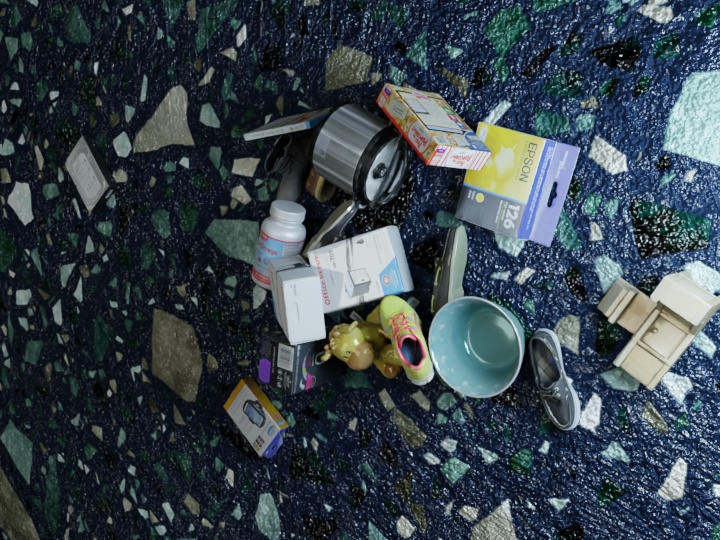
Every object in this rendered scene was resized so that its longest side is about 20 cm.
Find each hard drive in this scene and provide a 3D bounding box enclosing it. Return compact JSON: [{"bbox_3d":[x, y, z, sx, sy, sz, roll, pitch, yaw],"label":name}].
[{"bbox_3d":[-0.841,-0.299,2.171,0.140,0.038,0.201,-41,72,32],"label":"hard drive"}]

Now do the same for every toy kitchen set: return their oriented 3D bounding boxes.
[{"bbox_3d":[0.469,0.083,1.175,0.163,0.180,0.201,40,113,26],"label":"toy kitchen set"}]

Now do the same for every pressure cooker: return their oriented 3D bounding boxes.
[{"bbox_3d":[0.012,-0.236,1.463,0.200,0.179,0.176,33,156,25],"label":"pressure cooker"}]

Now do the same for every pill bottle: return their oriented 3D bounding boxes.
[{"bbox_3d":[-0.192,-0.061,1.675,0.109,0.109,0.201,29,117,30],"label":"pill bottle"}]

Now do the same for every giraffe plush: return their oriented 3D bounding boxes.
[{"bbox_3d":[0.007,0.156,1.534,0.199,0.162,0.173,22,109,31],"label":"giraffe plush"}]

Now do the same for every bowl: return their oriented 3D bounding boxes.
[{"bbox_3d":[0.248,0.144,1.393,0.200,0.105,0.202,6,99,36],"label":"bowl"}]

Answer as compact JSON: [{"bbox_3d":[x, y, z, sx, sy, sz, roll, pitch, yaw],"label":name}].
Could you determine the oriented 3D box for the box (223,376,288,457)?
[{"bbox_3d":[-0.272,0.394,1.851,0.200,0.041,0.119,47,120,19],"label":"box"}]

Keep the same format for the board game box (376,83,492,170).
[{"bbox_3d":[0.142,-0.279,1.354,0.200,0.151,0.046,58,132,33],"label":"board game box"}]

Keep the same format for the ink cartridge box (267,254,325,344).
[{"bbox_3d":[-0.145,0.061,1.560,0.200,0.084,0.145,-138,40,-68],"label":"ink cartridge box"}]

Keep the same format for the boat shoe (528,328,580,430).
[{"bbox_3d":[0.367,0.213,1.339,0.070,0.066,0.201,-12,89,37],"label":"boat shoe"}]

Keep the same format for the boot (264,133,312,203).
[{"bbox_3d":[-0.180,-0.234,1.637,0.070,0.131,0.201,36,116,25],"label":"boot"}]

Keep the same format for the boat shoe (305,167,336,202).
[{"bbox_3d":[-0.078,-0.259,1.597,0.067,0.072,0.201,33,117,26],"label":"boat shoe"}]

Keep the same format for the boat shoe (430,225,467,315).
[{"bbox_3d":[0.180,0.004,1.444,0.060,0.072,0.202,11,106,30],"label":"boat shoe"}]

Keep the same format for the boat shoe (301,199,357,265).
[{"bbox_3d":[-0.062,-0.082,1.629,0.063,0.073,0.200,35,118,-16],"label":"boat shoe"}]

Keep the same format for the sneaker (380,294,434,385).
[{"bbox_3d":[0.094,0.130,1.422,0.078,0.090,0.201,-28,65,2],"label":"sneaker"}]

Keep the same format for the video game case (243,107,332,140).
[{"bbox_3d":[-0.151,-0.337,1.597,0.199,0.143,0.018,-2,114,36],"label":"video game case"}]

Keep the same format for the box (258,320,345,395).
[{"bbox_3d":[-0.127,0.195,1.615,0.106,0.200,0.123,15,105,33],"label":"box"}]

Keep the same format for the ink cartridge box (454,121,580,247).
[{"bbox_3d":[0.297,-0.168,1.353,0.199,0.047,0.199,24,108,34],"label":"ink cartridge box"}]

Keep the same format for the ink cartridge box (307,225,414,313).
[{"bbox_3d":[0.000,0.000,1.542,0.199,0.086,0.147,-17,86,20],"label":"ink cartridge box"}]
